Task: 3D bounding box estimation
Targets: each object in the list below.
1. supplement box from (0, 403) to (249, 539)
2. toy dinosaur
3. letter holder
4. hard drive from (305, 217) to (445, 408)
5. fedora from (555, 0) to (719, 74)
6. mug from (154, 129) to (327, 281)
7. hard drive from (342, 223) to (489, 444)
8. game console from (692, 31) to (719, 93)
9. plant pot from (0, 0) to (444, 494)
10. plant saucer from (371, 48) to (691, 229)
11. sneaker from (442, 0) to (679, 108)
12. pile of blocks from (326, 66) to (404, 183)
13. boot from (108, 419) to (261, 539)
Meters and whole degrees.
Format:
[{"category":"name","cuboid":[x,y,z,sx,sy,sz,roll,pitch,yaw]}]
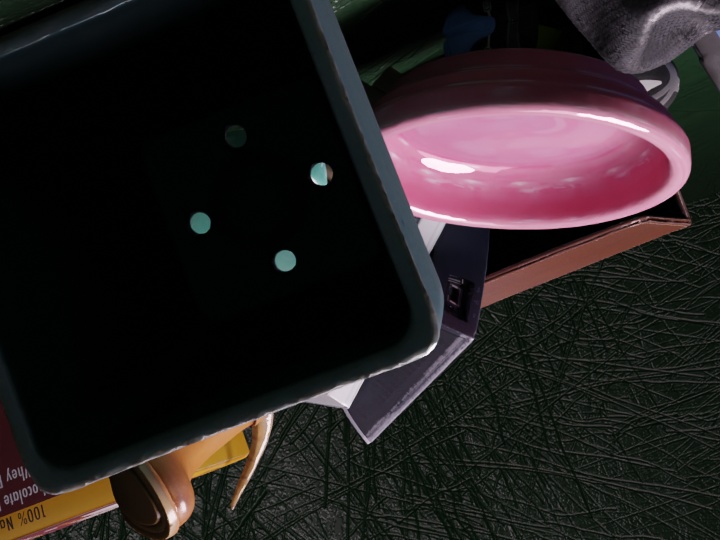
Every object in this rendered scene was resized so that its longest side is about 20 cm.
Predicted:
[{"category":"supplement box","cuboid":[-0.227,0.094,1.436,0.197,0.200,0.133,-22,174,16]},{"category":"toy dinosaur","cuboid":[-0.082,0.072,1.390,0.106,0.200,0.060,-18,-160,6]},{"category":"letter holder","cuboid":[0.141,-0.047,1.451,0.200,0.101,0.142,-23,173,24]},{"category":"hard drive","cuboid":[0.000,0.000,1.264,0.132,0.027,0.200,1,-121,62]},{"category":"fedora","cuboid":[0.154,-0.156,0.901,0.201,0.092,0.201,-21,175,-2]},{"category":"mug","cuboid":[-0.118,-0.020,1.050,0.114,0.185,0.152,26,-174,-32]},{"category":"hard drive","cuboid":[0.037,0.016,1.278,0.135,0.042,0.200,-47,-161,32]},{"category":"game console","cuboid":[0.273,-0.171,1.094,0.200,0.116,0.176,-24,174,31]},{"category":"plant pot","cuboid":[-0.071,-0.030,0.870,0.196,0.196,0.200,-22,180,11]},{"category":"plant saucer","cuboid":[0.091,-0.078,1.056,0.200,0.051,0.201,2,162,1]},{"category":"sneaker","cuboid":[0.136,-0.123,1.097,0.083,0.071,0.200,-10,166,41]},{"category":"pile of blocks","cuboid":[-0.040,-0.045,1.133,0.200,0.062,0.082,-58,171,-2]},{"category":"boot","cuboid":[-0.090,0.094,1.139,0.155,0.077,0.200,-17,-164,-15]}]
